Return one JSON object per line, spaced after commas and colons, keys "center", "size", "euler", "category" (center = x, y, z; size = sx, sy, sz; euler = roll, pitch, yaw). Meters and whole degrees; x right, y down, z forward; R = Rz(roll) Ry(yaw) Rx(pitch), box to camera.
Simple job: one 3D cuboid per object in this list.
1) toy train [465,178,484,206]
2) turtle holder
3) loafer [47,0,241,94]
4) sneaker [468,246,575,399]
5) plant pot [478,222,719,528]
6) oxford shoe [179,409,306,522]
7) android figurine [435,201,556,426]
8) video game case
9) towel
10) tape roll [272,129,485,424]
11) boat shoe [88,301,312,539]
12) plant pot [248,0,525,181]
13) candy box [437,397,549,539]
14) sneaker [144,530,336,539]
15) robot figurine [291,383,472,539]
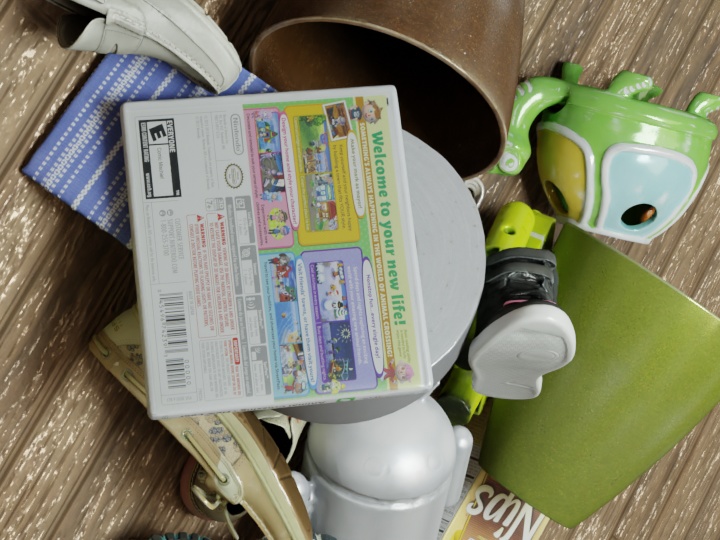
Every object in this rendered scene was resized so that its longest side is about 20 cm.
{"center": [0.038, -0.039, 1.345], "size": [0.199, 0.055, 0.152], "euler": [21, 87, -47], "category": "toy train"}
{"center": [0.202, -0.096, 1.435], "size": [0.184, 0.140, 0.133], "euler": [7, 99, -48], "category": "turtle holder"}
{"center": [-0.160, -0.162, 1.076], "size": [0.199, 0.070, 0.070], "euler": [34, 80, -27], "category": "loafer"}
{"center": [0.110, 0.023, 1.224], "size": [0.200, 0.070, 0.100], "euler": [96, -1, -75], "category": "sneaker"}
{"center": [0.186, 0.097, 1.398], "size": [0.187, 0.187, 0.201], "euler": [32, 92, -46], "category": "plant pot"}
{"center": [-0.056, 0.094, 1.266], "size": [0.070, 0.074, 0.202], "euler": [30, 78, -23], "category": "oxford shoe"}
{"center": [0.110, 0.029, 1.404], "size": [0.201, 0.041, 0.183], "euler": [-59, 164, -45], "category": "android figurine"}
{"center": [-0.054, -0.014, 1.111], "size": [0.180, 0.022, 0.202], "euler": [-5, 78, -11], "category": "video game case"}
{"center": [-0.097, -0.062, 1.137], "size": [0.199, 0.024, 0.145], "euler": [35, 74, -2], "category": "towel"}
{"center": [-0.016, -0.002, 1.182], "size": [0.201, 0.199, 0.066], "euler": [-54, 171, -19], "category": "tape roll"}
{"center": [-0.104, 0.110, 1.185], "size": [0.062, 0.073, 0.201], "euler": [-35, 87, 1], "category": "boat shoe"}
{"center": [0.043, -0.196, 1.228], "size": [0.187, 0.185, 0.202], "euler": [47, 55, -43], "category": "plant pot"}
{"center": [0.119, 0.179, 1.497], "size": [0.115, 0.055, 0.201], "euler": [46, 69, -41], "category": "candy box"}
{"center": [-0.081, 0.233, 1.260], "size": [0.198, 0.086, 0.078], "euler": [12, 55, -20], "category": "sneaker"}
{"center": [0.009, 0.163, 1.315], "size": [0.168, 0.113, 0.202], "euler": [-14, 132, -31], "category": "robot figurine"}
